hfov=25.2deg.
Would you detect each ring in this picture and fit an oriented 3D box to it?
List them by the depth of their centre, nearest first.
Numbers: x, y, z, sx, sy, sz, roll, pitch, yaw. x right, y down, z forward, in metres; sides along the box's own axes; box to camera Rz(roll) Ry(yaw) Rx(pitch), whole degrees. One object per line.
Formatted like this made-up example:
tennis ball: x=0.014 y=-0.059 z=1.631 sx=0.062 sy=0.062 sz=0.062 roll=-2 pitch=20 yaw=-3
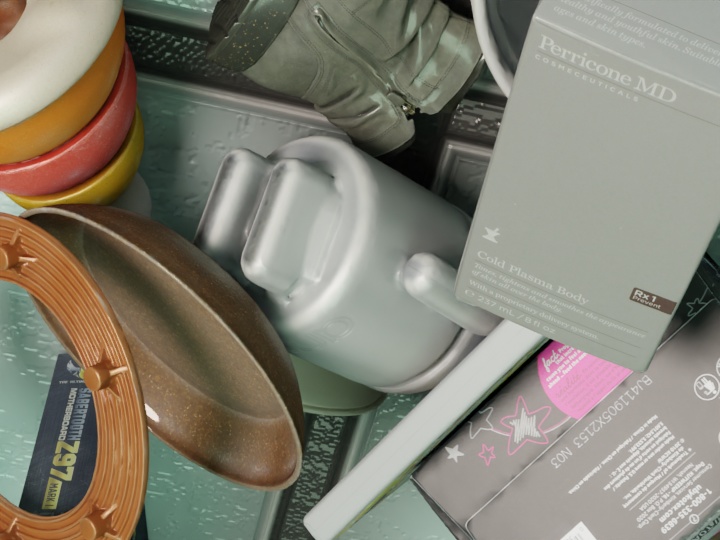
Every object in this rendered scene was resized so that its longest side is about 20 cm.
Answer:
ring: x=-0.185 y=0.070 z=0.849 sx=0.199 sy=0.019 sz=0.203 roll=13 pitch=111 yaw=36

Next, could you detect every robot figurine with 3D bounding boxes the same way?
robot figurine: x=0.000 y=0.000 z=0.879 sx=0.199 sy=0.169 sz=0.114 roll=26 pitch=85 yaw=-44

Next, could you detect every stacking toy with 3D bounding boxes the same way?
stacking toy: x=-0.161 y=-0.074 z=0.853 sx=0.144 sy=0.147 sz=0.201 roll=-13 pitch=141 yaw=11

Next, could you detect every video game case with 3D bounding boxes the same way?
video game case: x=0.072 y=0.061 z=0.912 sx=0.023 sy=0.182 sz=0.200 roll=48 pitch=121 yaw=9

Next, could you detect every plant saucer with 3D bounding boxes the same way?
plant saucer: x=-0.100 y=0.034 z=0.851 sx=0.199 sy=0.037 sz=0.201 roll=31 pitch=151 yaw=20

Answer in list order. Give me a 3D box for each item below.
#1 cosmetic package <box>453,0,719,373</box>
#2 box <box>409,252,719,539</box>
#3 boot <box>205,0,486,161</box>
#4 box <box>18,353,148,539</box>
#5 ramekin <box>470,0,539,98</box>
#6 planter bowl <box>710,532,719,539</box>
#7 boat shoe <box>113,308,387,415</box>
cosmetic package: x=0.115 y=-0.053 z=0.710 sx=0.106 sy=0.091 sz=0.201 roll=22 pitch=148 yaw=9
box: x=0.152 y=0.097 z=0.896 sx=0.200 sy=0.115 sz=0.132 roll=-44 pitch=73 yaw=14
boot: x=0.020 y=-0.148 z=0.822 sx=0.130 sy=0.068 sz=0.200 roll=26 pitch=132 yaw=-23
box: x=-0.170 y=0.178 z=1.010 sx=0.050 sy=0.158 sz=0.202 roll=1 pitch=127 yaw=0
ramekin: x=0.150 y=-0.161 z=0.775 sx=0.198 sy=0.106 sz=0.202 roll=1 pitch=128 yaw=1
planter bowl: x=0.209 y=0.181 z=0.996 sx=0.199 sy=0.202 sz=0.134 roll=-29 pitch=150 yaw=22
boat shoe: x=-0.077 y=0.037 z=0.973 sx=0.198 sy=0.057 sz=0.068 roll=17 pitch=93 yaw=-15
